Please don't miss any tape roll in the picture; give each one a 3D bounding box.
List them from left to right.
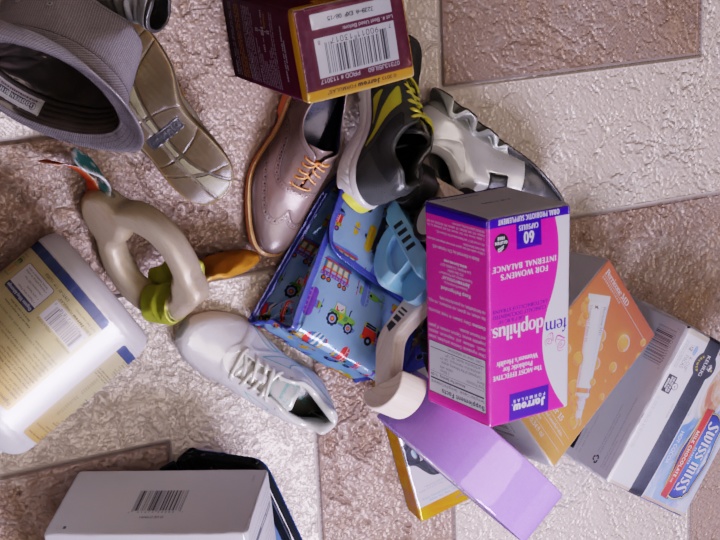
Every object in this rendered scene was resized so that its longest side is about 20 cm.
[{"bbox_3d":[0.112,0.192,1.542,0.066,0.200,0.200,-49,118,-4],"label":"tape roll"}]

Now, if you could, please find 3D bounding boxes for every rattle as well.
[{"bbox_3d":[-0.198,-0.060,1.447,0.143,0.130,0.200,-37,91,-22],"label":"rattle"}]

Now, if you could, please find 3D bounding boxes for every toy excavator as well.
[{"bbox_3d":[0.058,0.023,1.498,0.100,0.195,0.200,23,116,-35],"label":"toy excavator"}]

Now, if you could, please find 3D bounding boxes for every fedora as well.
[{"bbox_3d":[-0.263,-0.190,1.328,0.091,0.199,0.177,-65,146,-23],"label":"fedora"}]

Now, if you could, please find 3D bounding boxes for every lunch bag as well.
[{"bbox_3d":[0.000,0.000,1.557,0.150,0.094,0.201,31,76,-30],"label":"lunch bag"}]

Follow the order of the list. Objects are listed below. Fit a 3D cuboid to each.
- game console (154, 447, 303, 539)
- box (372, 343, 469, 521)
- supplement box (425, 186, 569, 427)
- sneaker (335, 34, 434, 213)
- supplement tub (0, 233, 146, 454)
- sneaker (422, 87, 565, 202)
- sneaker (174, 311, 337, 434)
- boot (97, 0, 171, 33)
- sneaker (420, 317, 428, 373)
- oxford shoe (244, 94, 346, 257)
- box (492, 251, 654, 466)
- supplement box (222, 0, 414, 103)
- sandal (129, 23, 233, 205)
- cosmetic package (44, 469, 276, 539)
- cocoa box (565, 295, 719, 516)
[{"bbox_3d":[-0.153,0.298,1.544,0.118,0.170,0.201,-43,121,-38],"label":"game console"},{"bbox_3d":[0.088,0.166,1.659,0.118,0.041,0.201,-22,110,-18],"label":"box"},{"bbox_3d":[0.130,0.033,1.416,0.101,0.103,0.202,-12,109,-32],"label":"supplement box"},{"bbox_3d":[0.042,-0.148,1.491,0.074,0.084,0.201,36,59,-45],"label":"sneaker"},{"bbox_3d":[-0.315,0.078,1.386,0.200,0.144,0.145,-41,117,-10],"label":"supplement tub"},{"bbox_3d":[0.128,-0.102,1.587,0.199,0.074,0.089,35,88,-19],"label":"sneaker"},{"bbox_3d":[-0.100,0.105,1.532,0.200,0.080,0.071,32,92,-27],"label":"sneaker"},{"bbox_3d":[-0.226,-0.313,1.320,0.068,0.130,0.201,-34,123,-43],"label":"boot"},{"bbox_3d":[0.121,0.042,1.584,0.079,0.075,0.201,52,47,-48],"label":"sneaker"},{"bbox_3d":[-0.064,-0.106,1.492,0.071,0.073,0.201,11,100,-27],"label":"oxford shoe"},{"bbox_3d":[0.210,0.093,1.637,0.200,0.097,0.125,-49,122,-20],"label":"box"},{"bbox_3d":[-0.044,-0.222,1.397,0.110,0.200,0.086,-16,110,-20],"label":"supplement box"},{"bbox_3d":[-0.191,-0.152,1.428,0.080,0.054,0.201,-32,109,8],"label":"sandal"},{"bbox_3d":[-0.186,0.312,1.473,0.198,0.123,0.201,-1,112,8],"label":"cosmetic package"},{"bbox_3d":[0.338,0.155,1.718,0.131,0.133,0.201,26,93,-29],"label":"cocoa box"}]
